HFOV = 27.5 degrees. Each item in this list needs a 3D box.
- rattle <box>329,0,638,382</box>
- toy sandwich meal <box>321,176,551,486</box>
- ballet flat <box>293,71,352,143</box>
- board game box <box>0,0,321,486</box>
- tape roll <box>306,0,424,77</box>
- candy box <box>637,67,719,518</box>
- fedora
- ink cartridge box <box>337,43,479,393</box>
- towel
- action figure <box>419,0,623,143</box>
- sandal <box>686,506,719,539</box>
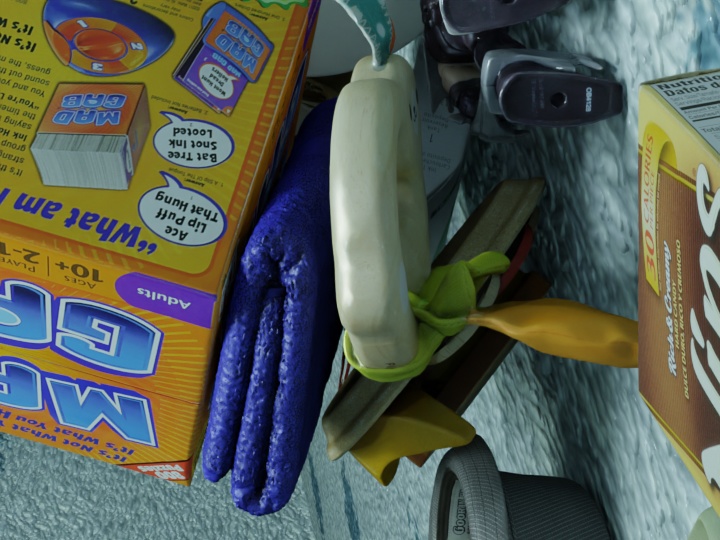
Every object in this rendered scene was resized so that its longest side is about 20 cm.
[{"bbox_3d":[0.048,-0.058,0.646,0.130,0.142,0.202,43,-137,-52],"label":"rattle"},{"bbox_3d":[0.052,0.039,0.783,0.070,0.206,0.205,37,171,0],"label":"toy sandwich meal"},{"bbox_3d":[-0.071,-0.106,0.888,0.199,0.063,0.069,11,107,35],"label":"ballet flat"},{"bbox_3d":[-0.146,-0.045,0.743,0.200,0.198,0.201,107,178,-57],"label":"board game box"},{"bbox_3d":[-0.038,-0.223,0.836,0.139,0.201,0.205,-118,20,-68],"label":"tape roll"},{"bbox_3d":[0.131,0.034,0.392,0.200,0.056,0.118,-109,11,-61],"label":"candy box"},{"bbox_3d":[0.089,0.190,0.783,0.177,0.089,0.202,113,157,-73],"label":"fedora"},{"bbox_3d":[0.028,-0.010,0.896,0.161,0.050,0.202,97,-175,-65],"label":"ink cartridge box"},{"bbox_3d":[-0.036,0.009,0.726,0.200,0.049,0.149,-74,-9,-66],"label":"towel"},{"bbox_3d":[0.064,-0.120,0.710,0.200,0.069,0.131,-108,4,-71],"label":"action figure"},{"bbox_3d":[0.124,0.163,0.600,0.202,0.057,0.080,88,170,-46],"label":"sandal"}]
